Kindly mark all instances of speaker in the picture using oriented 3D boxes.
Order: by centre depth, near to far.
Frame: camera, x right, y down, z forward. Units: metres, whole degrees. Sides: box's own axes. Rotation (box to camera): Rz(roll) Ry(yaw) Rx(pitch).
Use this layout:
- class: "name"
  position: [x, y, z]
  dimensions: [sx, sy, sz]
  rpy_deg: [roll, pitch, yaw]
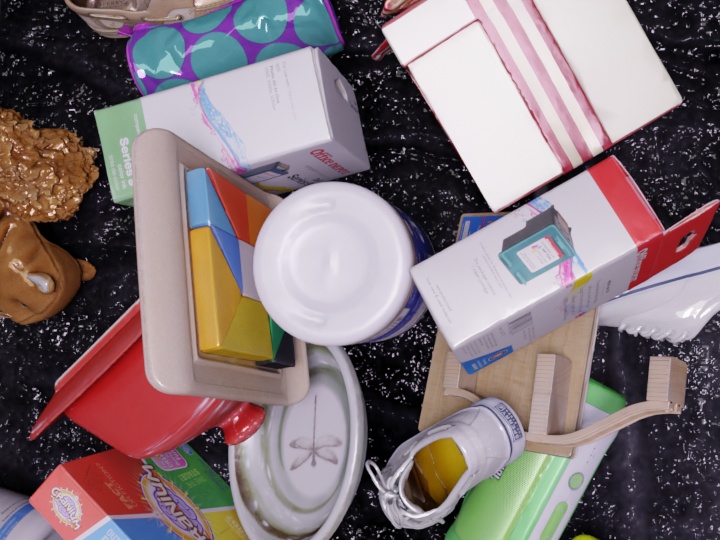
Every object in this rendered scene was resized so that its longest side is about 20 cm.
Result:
- class: "speaker"
  position: [0.142, 0.177, 0.718]
  dimensions: [0.088, 0.088, 0.200]
  rpy_deg: [28, 93, 13]

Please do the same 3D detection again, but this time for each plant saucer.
- class: "plant saucer"
  position: [-0.047, 0.148, 0.753]
  dimensions: [0.200, 0.050, 0.201]
  rpy_deg: [-19, 65, 49]

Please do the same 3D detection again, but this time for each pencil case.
- class: "pencil case"
  position: [-0.117, -0.217, 0.800]
  dimensions: [0.199, 0.085, 0.093]
  rpy_deg: [-19, 118, 11]

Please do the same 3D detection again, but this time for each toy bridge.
- class: "toy bridge"
  position: [0.142, 0.097, 0.649]
  dimensions: [0.200, 0.027, 0.067]
  rpy_deg: [-4, 71, 44]

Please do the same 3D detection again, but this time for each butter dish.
- class: "butter dish"
  position: [-0.142, 0.087, 0.737]
  dimensions: [0.199, 0.200, 0.148]
  rpy_deg: [-42, 95, 22]

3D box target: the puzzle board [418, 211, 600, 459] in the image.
- class: "puzzle board"
  position: [0.129, 0.046, 0.716]
  dimensions: [0.150, 0.017, 0.201]
  rpy_deg: [0, 72, 45]

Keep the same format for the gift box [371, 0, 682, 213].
- class: "gift box"
  position: [0.120, -0.169, 0.701]
  dimensions: [0.184, 0.200, 0.187]
  rpy_deg: [-31, 96, 6]

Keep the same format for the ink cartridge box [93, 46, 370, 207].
- class: "ink cartridge box"
  position: [-0.106, -0.115, 0.763]
  dimensions: [0.199, 0.145, 0.088]
  rpy_deg: [-15, 84, 11]

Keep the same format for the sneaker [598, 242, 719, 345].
- class: "sneaker"
  position: [0.246, 0.028, 0.710]
  dimensions: [0.199, 0.073, 0.071]
  rpy_deg: [-18, 80, 12]

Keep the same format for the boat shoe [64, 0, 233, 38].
- class: "boat shoe"
  position: [-0.187, -0.269, 0.832]
  dimensions: [0.199, 0.065, 0.072]
  rpy_deg: [-10, 85, 13]

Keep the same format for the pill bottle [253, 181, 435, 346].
- class: "pill bottle"
  position: [0.000, 0.000, 0.704]
  dimensions: [0.119, 0.200, 0.120]
  rpy_deg: [-1, 87, 13]

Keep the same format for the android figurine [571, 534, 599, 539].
- class: "android figurine"
  position: [0.150, 0.295, 0.682]
  dimensions: [0.200, 0.041, 0.182]
  rpy_deg: [28, 95, -24]

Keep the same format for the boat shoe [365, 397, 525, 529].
- class: "boat shoe"
  position: [0.047, 0.172, 0.690]
  dimensions: [0.075, 0.086, 0.202]
  rpy_deg: [60, 144, 14]

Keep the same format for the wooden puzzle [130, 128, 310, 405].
- class: "wooden puzzle"
  position: [-0.093, 0.005, 0.652]
  dimensions: [0.037, 0.200, 0.186]
  rpy_deg: [-12, 75, 21]

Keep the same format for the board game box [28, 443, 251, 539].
- class: "board game box"
  position: [-0.163, 0.214, 0.730]
  dimensions: [0.153, 0.200, 0.040]
  rpy_deg: [42, 96, 11]

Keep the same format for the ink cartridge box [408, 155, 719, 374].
- class: "ink cartridge box"
  position: [0.144, -0.007, 0.619]
  dimensions: [0.200, 0.116, 0.067]
  rpy_deg: [-29, 70, 4]

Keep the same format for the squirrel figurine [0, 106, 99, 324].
- class: "squirrel figurine"
  position: [-0.337, -0.051, 0.822]
  dimensions: [0.186, 0.142, 0.200]
  rpy_deg: [37, 98, 6]

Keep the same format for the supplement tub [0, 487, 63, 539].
- class: "supplement tub"
  position: [-0.382, 0.264, 0.814]
  dimensions: [0.199, 0.132, 0.132]
  rpy_deg: [13, 90, 14]
